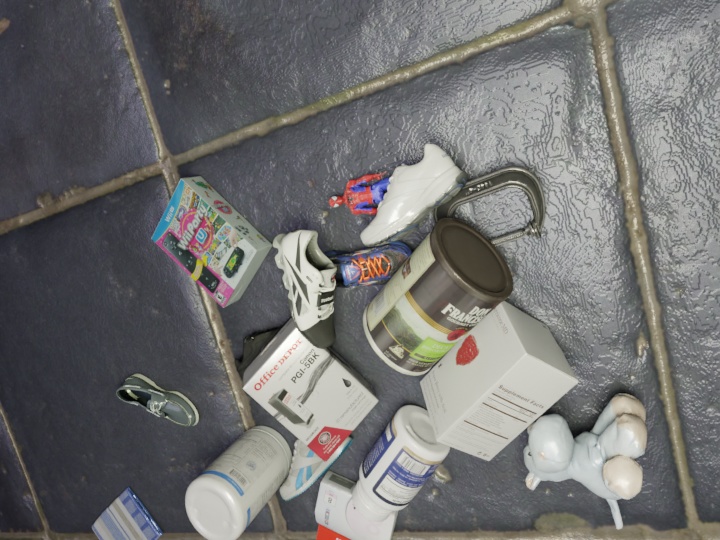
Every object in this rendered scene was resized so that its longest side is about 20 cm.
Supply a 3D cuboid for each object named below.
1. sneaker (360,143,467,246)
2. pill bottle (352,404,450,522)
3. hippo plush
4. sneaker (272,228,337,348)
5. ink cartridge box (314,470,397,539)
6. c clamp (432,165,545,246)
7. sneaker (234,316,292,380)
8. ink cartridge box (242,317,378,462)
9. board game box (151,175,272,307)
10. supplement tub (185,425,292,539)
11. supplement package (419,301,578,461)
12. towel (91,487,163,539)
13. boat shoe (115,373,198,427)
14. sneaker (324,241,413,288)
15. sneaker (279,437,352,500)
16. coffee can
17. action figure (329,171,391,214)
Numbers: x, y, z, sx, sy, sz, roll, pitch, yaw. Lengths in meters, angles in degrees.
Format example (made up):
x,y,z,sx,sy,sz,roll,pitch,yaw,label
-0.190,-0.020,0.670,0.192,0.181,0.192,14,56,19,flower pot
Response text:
x,y,z,sx,sy,sz,roll,pitch,yaw,label
0.070,-0.109,0.865,0.199,0.074,0.088,-39,77,26,sneaker
0.064,0.347,1.000,0.110,0.111,0.202,36,115,10,pill bottle
0.330,0.260,0.850,0.157,0.162,0.202,9,148,22,hippo plush
-0.071,0.031,0.912,0.087,0.074,0.204,-12,105,33,sneaker
-0.017,0.519,1.116,0.159,0.057,0.205,17,105,18,ink cartridge box
0.198,-0.064,0.875,0.197,0.027,0.173,-24,106,28,c clamp
-0.178,0.145,1.075,0.091,0.076,0.201,48,113,16,sneaker
-0.089,0.204,0.987,0.200,0.083,0.147,43,89,-12,ink cartridge box
-0.283,-0.055,1.069,0.199,0.064,0.149,42,115,9,board game box
-0.230,0.407,1.092,0.129,0.200,0.136,6,106,21,supplement tub
0.204,0.169,0.865,0.118,0.122,0.201,26,117,-25,supplement package
-0.581,0.644,1.404,0.147,0.024,0.200,48,114,7,towel
-0.444,0.293,1.229,0.196,0.062,0.074,24,112,16,boat shoe
0.000,0.000,0.954,0.195,0.078,0.077,-11,100,25,sneaker
-0.099,0.366,1.101,0.081,0.076,0.201,44,109,14,sneaker
0.113,0.043,0.862,0.146,0.146,0.201,44,127,6,coffee can
0.036,-0.128,0.924,0.195,0.052,0.067,-8,106,27,action figure
